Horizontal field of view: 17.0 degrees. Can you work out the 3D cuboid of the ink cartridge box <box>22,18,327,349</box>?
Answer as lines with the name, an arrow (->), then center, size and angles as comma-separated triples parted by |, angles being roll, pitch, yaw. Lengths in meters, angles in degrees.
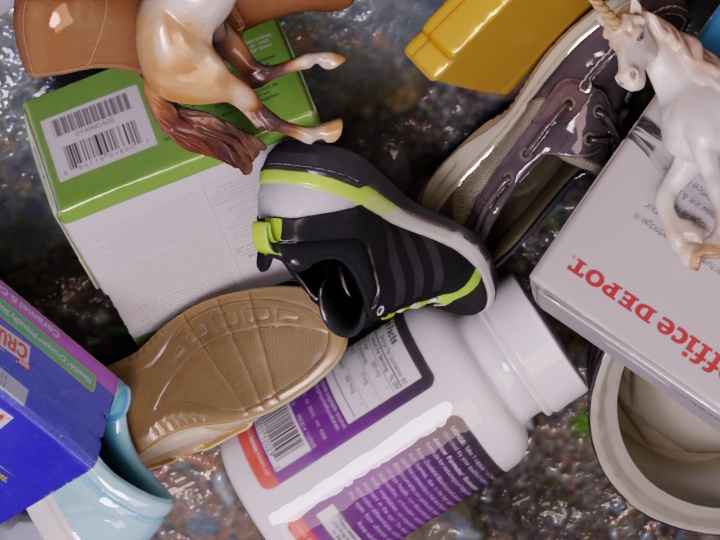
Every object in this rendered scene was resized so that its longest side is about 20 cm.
ink cartridge box -> -0.087, -0.040, 1.343 | 0.147, 0.076, 0.200 | -21, 152, -1

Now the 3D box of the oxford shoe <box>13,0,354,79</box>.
oxford shoe -> -0.087, -0.133, 1.233 | 0.199, 0.071, 0.072 | -8, 111, -28

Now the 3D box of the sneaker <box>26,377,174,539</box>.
sneaker -> -0.169, 0.067, 1.337 | 0.082, 0.074, 0.200 | -34, 87, 16

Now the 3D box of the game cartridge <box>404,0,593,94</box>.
game cartridge -> 0.109, -0.165, 1.254 | 0.176, 0.200, 0.032 | -45, 80, 11

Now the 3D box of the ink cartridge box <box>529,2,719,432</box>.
ink cartridge box -> 0.207, -0.027, 1.330 | 0.146, 0.084, 0.200 | 35, 85, 10

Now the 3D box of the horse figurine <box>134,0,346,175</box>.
horse figurine -> -0.061, -0.136, 1.169 | 0.132, 0.050, 0.201 | 9, 113, -15

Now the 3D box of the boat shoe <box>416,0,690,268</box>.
boat shoe -> 0.117, -0.078, 1.352 | 0.200, 0.065, 0.072 | -44, 150, 15

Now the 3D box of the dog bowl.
dog bowl -> 0.225, 0.057, 1.449 | 0.199, 0.074, 0.201 | -4, 117, -9

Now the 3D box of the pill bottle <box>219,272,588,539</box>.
pill bottle -> 0.028, 0.089, 1.402 | 0.200, 0.111, 0.112 | -33, 118, 6

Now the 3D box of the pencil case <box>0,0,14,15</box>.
pencil case -> -0.249, -0.133, 1.246 | 0.200, 0.091, 0.083 | -34, 145, 8

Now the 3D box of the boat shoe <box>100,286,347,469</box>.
boat shoe -> -0.091, 0.064, 1.379 | 0.200, 0.069, 0.074 | -23, 80, 19

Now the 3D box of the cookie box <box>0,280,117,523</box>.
cookie box -> -0.257, 0.073, 1.249 | 0.200, 0.075, 0.171 | -30, 121, 29

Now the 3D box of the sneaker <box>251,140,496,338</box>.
sneaker -> 0.000, 0.000, 1.288 | 0.200, 0.072, 0.083 | 32, 67, -48

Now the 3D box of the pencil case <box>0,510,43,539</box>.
pencil case -> -0.244, 0.185, 1.398 | 0.199, 0.091, 0.083 | -11, 83, -6

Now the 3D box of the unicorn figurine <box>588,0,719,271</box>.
unicorn figurine -> 0.201, -0.072, 1.267 | 0.199, 0.074, 0.138 | 2, 79, -11
